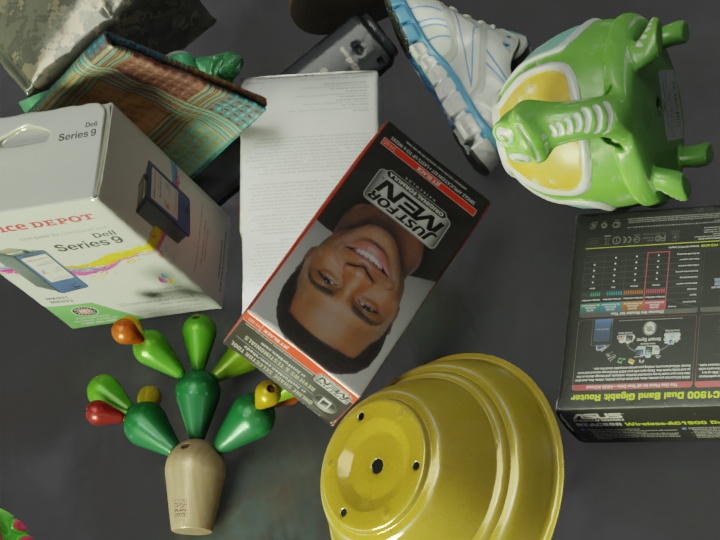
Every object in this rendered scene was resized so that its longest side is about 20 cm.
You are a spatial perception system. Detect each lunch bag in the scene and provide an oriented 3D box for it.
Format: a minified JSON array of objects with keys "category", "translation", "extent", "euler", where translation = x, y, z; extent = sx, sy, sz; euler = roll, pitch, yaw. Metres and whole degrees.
[{"category":"lunch bag","translation":[-0.250,-0.236,1.730],"extent":[0.164,0.118,0.200],"euler":[-42,58,1]}]

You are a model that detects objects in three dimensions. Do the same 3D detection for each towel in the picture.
[{"category":"towel","translation":[-0.181,-0.104,1.554],"extent":[0.200,0.146,0.022],"euler":[-36,43,47]}]

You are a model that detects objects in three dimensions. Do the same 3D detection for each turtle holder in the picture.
[{"category":"turtle holder","translation":[0.161,-0.097,1.421],"extent":[0.131,0.142,0.186],"euler":[-7,33,24]}]

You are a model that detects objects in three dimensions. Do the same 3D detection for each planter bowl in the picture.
[{"category":"planter bowl","translation":[0.034,0.141,1.373],"extent":[0.199,0.083,0.202],"euler":[-20,59,36]}]

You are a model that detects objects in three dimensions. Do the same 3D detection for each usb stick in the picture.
[{"category":"usb stick","translation":[-0.059,-0.128,1.625],"extent":[0.200,0.033,0.056],"euler":[-39,75,2]}]

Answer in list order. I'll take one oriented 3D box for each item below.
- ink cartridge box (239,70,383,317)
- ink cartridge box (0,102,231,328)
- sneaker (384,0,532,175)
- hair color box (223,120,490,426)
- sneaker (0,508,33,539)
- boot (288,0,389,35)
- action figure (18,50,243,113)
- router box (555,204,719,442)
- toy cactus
[{"category":"ink cartridge box","translation":[-0.036,-0.052,1.546],"extent":[0.108,0.050,0.202],"euler":[-3,67,4]},{"category":"ink cartridge box","translation":[-0.207,-0.038,1.550],"extent":[0.144,0.200,0.088],"euler":[-7,61,22]},{"category":"sneaker","translation":[0.084,-0.167,1.564],"extent":[0.086,0.075,0.201],"euler":[-30,62,0]},{"category":"hair color box","translation":[0.000,0.000,1.448],"extent":[0.101,0.061,0.200],"euler":[37,58,-4]},{"category":"sneaker","translation":[-0.275,0.275,1.505],"extent":[0.084,0.077,0.201],"euler":[-33,49,28]},{"category":"boot","translation":[0.021,-0.265,1.651],"extent":[0.199,0.074,0.076],"euler":[-36,39,-4]},{"category":"action figure","translation":[-0.166,-0.126,1.610],"extent":[0.199,0.118,0.055],"euler":[-22,26,36]},{"category":"router box","translation":[0.239,0.035,1.374],"extent":[0.199,0.062,0.151],"euler":[-3,62,25]},{"category":"toy cactus","translation":[-0.120,0.109,1.505],"extent":[0.198,0.102,0.166],"euler":[-4,72,15]}]
